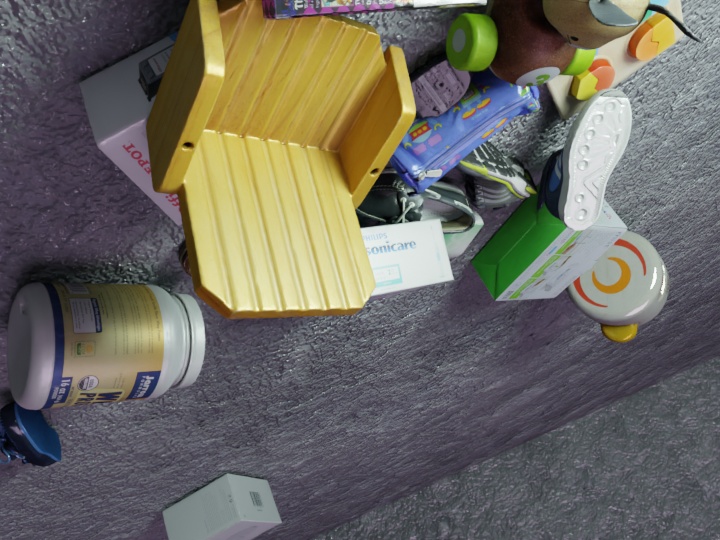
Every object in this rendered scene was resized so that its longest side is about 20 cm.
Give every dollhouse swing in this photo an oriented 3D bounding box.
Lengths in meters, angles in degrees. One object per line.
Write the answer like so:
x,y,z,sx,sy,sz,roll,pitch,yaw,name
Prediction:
-0.045,-0.085,0.511,0.199,0.176,0.182,2,138,-38,dollhouse swing

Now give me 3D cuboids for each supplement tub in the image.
-0.306,0.088,0.769,0.199,0.145,0.145,3,139,-40,supplement tub

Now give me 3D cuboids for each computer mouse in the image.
0.043,-0.186,0.733,0.199,0.034,0.059,-30,122,20,computer mouse

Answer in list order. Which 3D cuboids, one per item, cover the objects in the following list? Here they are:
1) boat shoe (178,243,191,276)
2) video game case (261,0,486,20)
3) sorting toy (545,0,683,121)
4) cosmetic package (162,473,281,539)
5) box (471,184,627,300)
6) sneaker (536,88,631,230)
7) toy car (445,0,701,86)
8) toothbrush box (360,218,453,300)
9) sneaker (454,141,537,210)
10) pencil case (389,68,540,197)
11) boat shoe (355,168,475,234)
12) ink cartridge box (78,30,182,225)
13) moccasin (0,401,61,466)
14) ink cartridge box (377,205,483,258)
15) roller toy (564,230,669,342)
-0.132,-0.036,0.789,0.199,0.068,0.072,-28,150,2,boat shoe
0.009,-0.289,0.445,0.180,0.036,0.201,-14,114,-22,video game case
0.314,-0.285,0.784,0.185,0.037,0.200,-35,149,14,sorting toy
-0.340,0.609,1.563,0.199,0.123,0.199,-32,150,7,cosmetic package
0.331,-0.042,1.111,0.176,0.097,0.200,-1,141,-37,box
0.305,-0.169,0.896,0.080,0.147,0.201,3,118,-4,sneaker
0.207,-0.235,0.589,0.163,0.200,0.159,-6,122,-26,toy car
0.000,0.000,0.839,0.146,0.086,0.200,-9,174,-36,toothbrush box
0.176,-0.126,0.891,0.081,0.074,0.199,-40,146,27,sneaker
0.120,-0.174,0.758,0.200,0.087,0.078,-35,133,11,pencil case
0.072,-0.089,0.858,0.199,0.060,0.076,-1,135,-27,boat shoe
-0.131,-0.150,0.600,0.199,0.086,0.148,-29,150,1,ink cartridge box
-0.504,0.259,0.943,0.068,0.081,0.200,-12,146,-16,moccasin
0.079,-0.020,1.000,0.160,0.050,0.200,-6,142,-32,ink cartridge box
0.513,0.022,1.258,0.182,0.200,0.140,-43,147,16,roller toy
